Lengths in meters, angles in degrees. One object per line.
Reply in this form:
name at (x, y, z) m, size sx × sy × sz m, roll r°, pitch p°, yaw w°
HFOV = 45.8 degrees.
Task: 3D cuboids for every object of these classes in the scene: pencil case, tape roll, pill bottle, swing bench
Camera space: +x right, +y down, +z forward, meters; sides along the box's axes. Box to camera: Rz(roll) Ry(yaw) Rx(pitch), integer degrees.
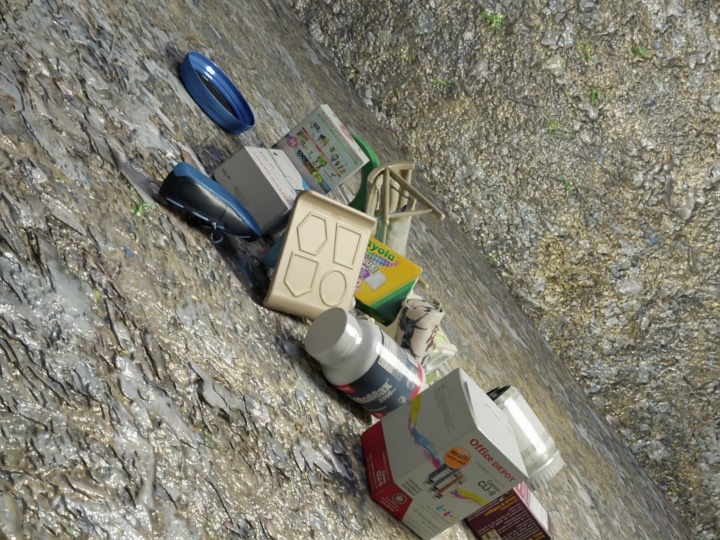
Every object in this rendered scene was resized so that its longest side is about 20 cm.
pencil case at (0.097, 0.149, 1.548) m, size 0.078 × 0.201 × 0.089 m, roll 18°, pitch 12°, yaw 34°
tape roll at (-0.056, -0.199, 1.838) m, size 0.201 × 0.200 × 0.048 m, roll 56°, pitch 16°, yaw 11°
pill bottle at (0.005, 0.151, 1.399) m, size 0.200 × 0.119 × 0.120 m, roll 42°, pitch 19°, yaw -33°
swing bench at (0.067, -0.089, 1.760) m, size 0.200 × 0.129 × 0.199 m, roll -114°, pitch -157°, yaw -46°

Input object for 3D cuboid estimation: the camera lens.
camera lens at (0.299, 0.349, 1.747) m, size 0.200 × 0.160 × 0.160 m, roll 55°, pitch 15°, yaw 7°

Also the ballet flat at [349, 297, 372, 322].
ballet flat at (-0.023, 0.087, 1.525) m, size 0.200 × 0.067 × 0.068 m, roll 49°, pitch 19°, yaw -12°

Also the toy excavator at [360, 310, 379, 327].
toy excavator at (-0.016, 0.010, 1.655) m, size 0.200 × 0.195 × 0.100 m, roll 29°, pitch 0°, yaw 34°

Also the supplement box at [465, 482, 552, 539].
supplement box at (0.241, 0.412, 1.533) m, size 0.200 × 0.110 × 0.086 m, roll 53°, pitch 16°, yaw -1°

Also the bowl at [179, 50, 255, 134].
bowl at (-0.303, -0.372, 1.797) m, size 0.201 × 0.039 × 0.201 m, roll 48°, pitch 16°, yaw -19°

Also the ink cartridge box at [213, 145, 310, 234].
ink cartridge box at (-0.171, -0.151, 1.615) m, size 0.147 × 0.086 × 0.200 m, roll 54°, pitch 14°, yaw 4°

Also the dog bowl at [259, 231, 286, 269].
dog bowl at (-0.111, -0.057, 1.500) m, size 0.050 × 0.112 × 0.200 m, roll 41°, pitch 21°, yaw -5°

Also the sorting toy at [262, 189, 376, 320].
sorting toy at (-0.069, -0.018, 1.422) m, size 0.036 × 0.201 × 0.185 m, roll 18°, pitch -1°, yaw 44°

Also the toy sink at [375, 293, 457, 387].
toy sink at (0.114, 0.152, 1.731) m, size 0.200 × 0.112 × 0.130 m, roll 60°, pitch 17°, yaw 22°

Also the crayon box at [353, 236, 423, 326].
crayon box at (0.000, 0.000, 1.582) m, size 0.200 × 0.119 × 0.058 m, roll 32°, pitch -19°, yaw -1°

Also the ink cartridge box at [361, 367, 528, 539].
ink cartridge box at (0.128, 0.283, 1.315) m, size 0.145 × 0.200 × 0.145 m, roll 45°, pitch 17°, yaw -27°

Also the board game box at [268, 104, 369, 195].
board game box at (-0.105, -0.217, 1.731) m, size 0.148 × 0.200 × 0.064 m, roll 53°, pitch 16°, yaw -3°

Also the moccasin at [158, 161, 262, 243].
moccasin at (-0.238, -0.099, 1.343) m, size 0.200 × 0.068 × 0.081 m, roll 41°, pitch 12°, yaw -42°
